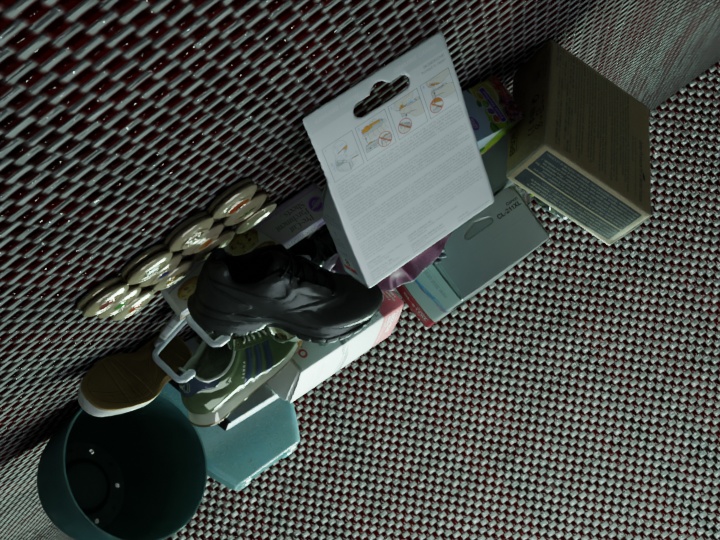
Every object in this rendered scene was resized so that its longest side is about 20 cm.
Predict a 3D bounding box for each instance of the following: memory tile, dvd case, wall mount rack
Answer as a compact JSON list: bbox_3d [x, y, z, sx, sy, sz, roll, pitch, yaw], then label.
[{"bbox_3d":[-0.170,-0.015,1.249,0.200,0.017,0.153,-37,174,0],"label":"memory tile"},{"bbox_3d":[-0.166,0.127,1.752,0.200,0.143,0.018,-29,151,-51],"label":"dvd case"},{"bbox_3d":[-0.152,0.039,1.498,0.174,0.075,0.200,-49,-176,-37],"label":"wall mount rack"}]

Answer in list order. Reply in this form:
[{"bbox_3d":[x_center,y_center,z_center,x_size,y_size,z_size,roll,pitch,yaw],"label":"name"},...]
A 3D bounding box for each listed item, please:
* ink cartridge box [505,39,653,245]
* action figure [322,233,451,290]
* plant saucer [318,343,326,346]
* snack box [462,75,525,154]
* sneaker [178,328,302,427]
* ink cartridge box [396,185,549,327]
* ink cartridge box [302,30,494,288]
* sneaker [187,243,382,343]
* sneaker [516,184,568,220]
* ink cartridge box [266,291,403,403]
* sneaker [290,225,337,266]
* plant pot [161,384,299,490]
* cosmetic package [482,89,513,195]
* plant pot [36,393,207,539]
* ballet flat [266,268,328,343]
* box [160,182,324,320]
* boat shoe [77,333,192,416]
[{"bbox_3d":[0.258,-0.152,1.546,0.075,0.165,0.200,-41,-154,39],"label":"ink cartridge box"},{"bbox_3d":[0.016,-0.075,1.363,0.134,0.149,0.200,-51,137,-22],"label":"action figure"},{"bbox_3d":[0.000,0.000,1.558,0.201,0.039,0.201,-51,-174,7],"label":"plant saucer"},{"bbox_3d":[0.068,-0.126,1.497,0.200,0.068,0.169,-29,171,-42],"label":"snack box"},{"bbox_3d":[-0.146,0.095,1.601,0.200,0.067,0.090,-45,136,-29],"label":"sneaker"},{"bbox_3d":[0.136,-0.013,1.668,0.146,0.083,0.200,-35,176,-14],"label":"ink cartridge box"},{"bbox_3d":[0.029,-0.104,1.222,0.162,0.200,0.050,-35,-143,-16],"label":"ink cartridge box"},{"bbox_3d":[-0.069,0.019,1.320,0.200,0.076,0.091,0,131,-21],"label":"sneaker"},{"bbox_3d":[0.251,-0.103,1.652,0.074,0.081,0.200,-40,176,22],"label":"sneaker"},{"bbox_3d":[-0.065,0.062,1.762,0.200,0.146,0.085,-33,159,-33],"label":"ink cartridge box"},{"bbox_3d":[-0.047,-0.022,1.619,0.200,0.075,0.116,-34,171,-17],"label":"sneaker"},{"bbox_3d":[-0.196,0.216,1.972,0.196,0.200,0.196,-35,174,-13],"label":"plant pot"},{"bbox_3d":[0.134,-0.131,1.655,0.200,0.107,0.090,-36,175,12],"label":"cosmetic package"},{"bbox_3d":[-0.326,0.265,1.704,0.201,0.201,0.161,-31,-177,-42],"label":"plant pot"},{"bbox_3d":[-0.072,0.047,1.479,0.064,0.067,0.200,-14,169,-14],"label":"ballet flat"},{"bbox_3d":[-0.119,-0.021,1.385,0.200,0.041,0.039,-34,173,-16],"label":"box"},{"bbox_3d":[-0.271,0.134,1.542,0.069,0.071,0.200,-41,174,27],"label":"boat shoe"}]
